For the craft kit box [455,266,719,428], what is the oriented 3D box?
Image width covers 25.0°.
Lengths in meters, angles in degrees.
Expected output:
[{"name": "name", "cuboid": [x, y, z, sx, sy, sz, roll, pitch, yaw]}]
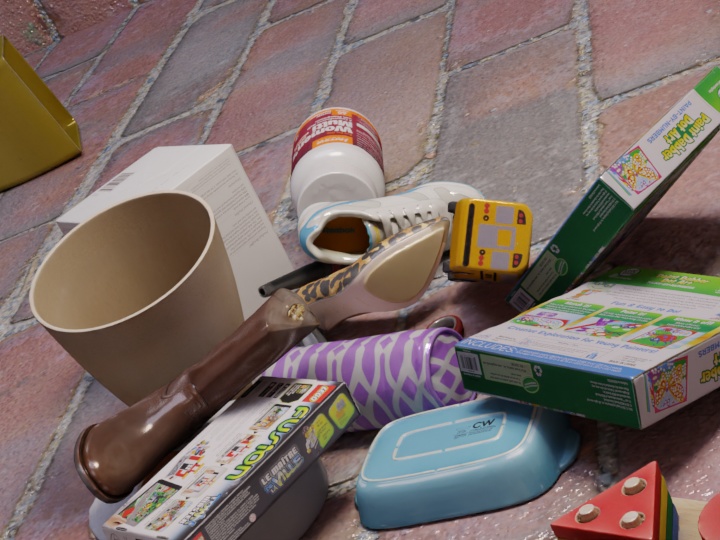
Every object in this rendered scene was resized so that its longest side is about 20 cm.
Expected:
[{"name": "craft kit box", "cuboid": [0.211, 0.054, 1.272, 0.197, 0.049, 0.199, -25, 20, -31]}]

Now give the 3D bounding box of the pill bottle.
[{"name": "pill bottle", "cuboid": [-0.026, -0.106, 1.861, 0.109, 0.110, 0.200, -23, 22, 9]}]

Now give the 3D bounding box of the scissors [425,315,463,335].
[{"name": "scissors", "cuboid": [0.089, 0.083, 1.457, 0.073, 0.014, 0.200, -29, 23, -12]}]

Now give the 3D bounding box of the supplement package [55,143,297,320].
[{"name": "supplement package", "cuboid": [-0.183, -0.007, 1.695, 0.152, 0.201, 0.150, -40, 26, -30]}]

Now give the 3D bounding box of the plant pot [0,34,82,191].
[{"name": "plant pot", "cuboid": [-0.596, -0.243, 2.690, 0.176, 0.200, 0.200, -37, 22, 2]}]

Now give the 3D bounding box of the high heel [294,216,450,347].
[{"name": "high heel", "cuboid": [0.000, 0.000, 1.607, 0.200, 0.071, 0.143, -46, 27, 6]}]

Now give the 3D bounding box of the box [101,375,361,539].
[{"name": "box", "cuboid": [-0.102, 0.159, 1.294, 0.110, 0.035, 0.200, 0, 34, 47]}]

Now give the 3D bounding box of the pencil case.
[{"name": "pencil case", "cuboid": [0.006, 0.099, 1.429, 0.199, 0.085, 0.085, -8, -4, 36]}]

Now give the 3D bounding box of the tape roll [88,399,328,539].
[{"name": "tape roll", "cuboid": [-0.129, 0.193, 1.383, 0.199, 0.066, 0.201, -22, 23, 10]}]

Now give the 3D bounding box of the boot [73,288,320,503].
[{"name": "boot", "cuboid": [-0.129, 0.096, 1.330, 0.199, 0.064, 0.186, -36, 6, 19]}]

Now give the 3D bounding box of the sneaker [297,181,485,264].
[{"name": "sneaker", "cuboid": [0.036, -0.041, 1.656, 0.198, 0.077, 0.081, -10, 14, -2]}]

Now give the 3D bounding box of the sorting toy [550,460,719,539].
[{"name": "sorting toy", "cuboid": [0.190, 0.199, 1.018, 0.199, 0.070, 0.199, -1, 33, 47]}]

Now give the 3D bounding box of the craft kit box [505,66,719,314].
[{"name": "craft kit box", "cuboid": [0.233, -0.063, 1.429, 0.197, 0.048, 0.200, -45, -8, -35]}]

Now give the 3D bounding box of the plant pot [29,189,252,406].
[{"name": "plant pot", "cuboid": [-0.183, 0.061, 1.529, 0.186, 0.201, 0.188, -16, 37, 13]}]

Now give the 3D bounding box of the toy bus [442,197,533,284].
[{"name": "toy bus", "cuboid": [0.118, -0.024, 1.498, 0.078, 0.066, 0.200, 5, -4, 6]}]

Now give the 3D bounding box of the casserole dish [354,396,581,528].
[{"name": "casserole dish", "cuboid": [0.078, 0.146, 1.296, 0.199, 0.039, 0.121, -14, 26, 25]}]

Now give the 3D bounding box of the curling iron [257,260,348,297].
[{"name": "curling iron", "cuboid": [-0.045, -0.007, 1.704, 0.049, 0.026, 0.200, 36, 37, 17]}]
